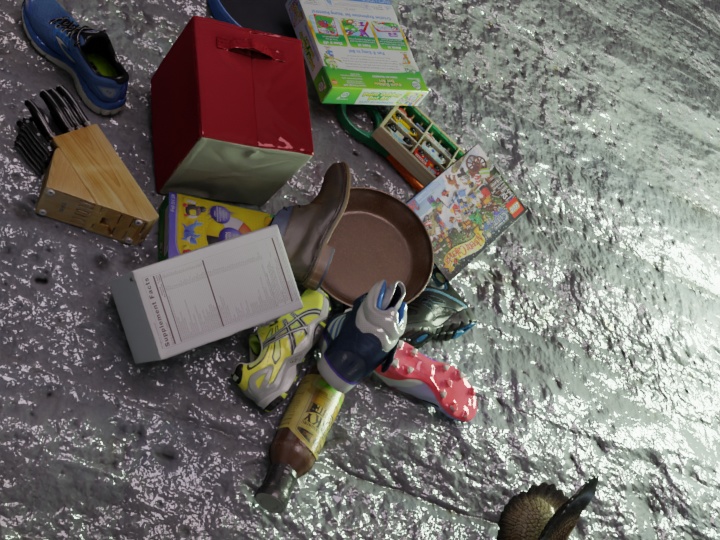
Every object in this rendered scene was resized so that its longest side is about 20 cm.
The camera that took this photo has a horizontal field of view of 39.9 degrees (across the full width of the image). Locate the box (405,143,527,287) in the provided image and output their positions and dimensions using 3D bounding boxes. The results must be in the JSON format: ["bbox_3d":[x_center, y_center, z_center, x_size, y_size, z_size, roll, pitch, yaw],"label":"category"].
[{"bbox_3d":[0.156,-0.089,1.572,0.200,0.038,0.137,-40,93,-25],"label":"box"}]

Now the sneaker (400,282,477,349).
[{"bbox_3d":[0.084,0.069,1.457,0.199,0.073,0.083,-7,62,-47],"label":"sneaker"}]

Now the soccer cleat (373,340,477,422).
[{"bbox_3d":[0.086,0.156,1.407,0.199,0.076,0.067,34,62,-31],"label":"soccer cleat"}]

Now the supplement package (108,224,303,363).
[{"bbox_3d":[-0.192,0.029,1.231,0.198,0.109,0.115,-19,92,-30],"label":"supplement package"}]

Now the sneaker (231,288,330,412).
[{"bbox_3d":[-0.101,0.088,1.315,0.076,0.075,0.201,35,47,-10],"label":"sneaker"}]

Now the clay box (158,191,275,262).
[{"bbox_3d":[-0.176,-0.030,1.357,0.197,0.048,0.116,10,58,-27],"label":"clay box"}]

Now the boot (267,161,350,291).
[{"bbox_3d":[-0.076,-0.080,1.365,0.096,0.075,0.202,22,60,-16],"label":"boot"}]

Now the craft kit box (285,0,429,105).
[{"bbox_3d":[-0.005,-0.364,1.627,0.198,0.049,0.200,-4,61,-35],"label":"craft kit box"}]

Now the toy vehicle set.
[{"bbox_3d":[0.117,-0.192,1.646,0.200,0.026,0.125,42,40,-8],"label":"toy vehicle set"}]

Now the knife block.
[{"bbox_3d":[-0.356,-0.146,1.299,0.198,0.064,0.178,19,54,-22],"label":"knife block"}]

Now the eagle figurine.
[{"bbox_3d":[0.248,0.374,1.324,0.151,0.150,0.203,33,56,-61],"label":"eagle figurine"}]

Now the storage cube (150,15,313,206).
[{"bbox_3d":[-0.181,-0.212,1.373,0.169,0.200,0.182,6,65,-31],"label":"storage cube"}]

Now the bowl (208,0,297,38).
[{"bbox_3d":[-0.160,-0.438,1.627,0.198,0.039,0.203,17,55,-25],"label":"bowl"}]

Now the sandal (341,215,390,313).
[{"bbox_3d":[-0.001,0.000,1.463,0.075,0.043,0.203,14,59,-14],"label":"sandal"}]

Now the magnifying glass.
[{"bbox_3d":[0.037,-0.209,1.625,0.200,0.022,0.080,50,44,0],"label":"magnifying glass"}]

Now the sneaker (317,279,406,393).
[{"bbox_3d":[0.013,0.069,1.302,0.080,0.147,0.200,41,12,-8],"label":"sneaker"}]

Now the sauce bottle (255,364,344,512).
[{"bbox_3d":[-0.076,0.213,1.260,0.064,0.065,0.201,33,50,-11],"label":"sauce bottle"}]

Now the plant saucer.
[{"bbox_3d":[0.007,-0.026,1.430,0.197,0.037,0.203,7,62,-13],"label":"plant saucer"}]

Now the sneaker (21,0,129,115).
[{"bbox_3d":[-0.386,-0.316,1.369,0.200,0.089,0.079,47,47,1],"label":"sneaker"}]
